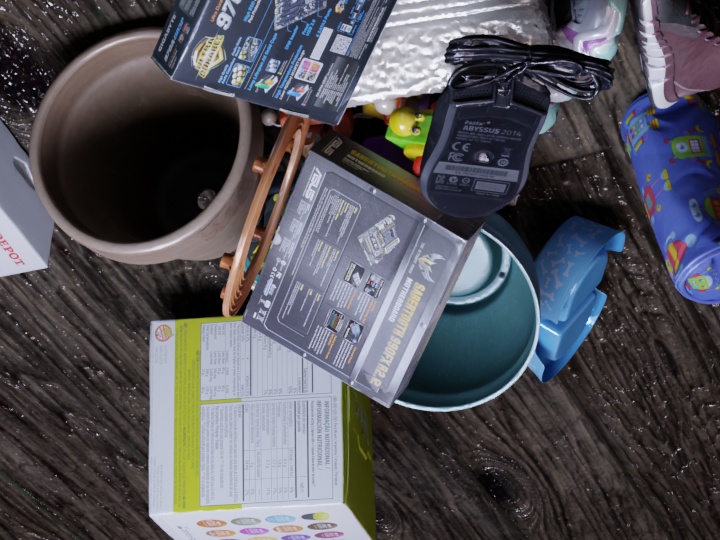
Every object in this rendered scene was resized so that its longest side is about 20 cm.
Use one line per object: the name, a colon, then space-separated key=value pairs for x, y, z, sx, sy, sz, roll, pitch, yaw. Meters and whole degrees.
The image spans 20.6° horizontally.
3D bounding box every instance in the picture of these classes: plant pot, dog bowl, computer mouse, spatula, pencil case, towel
plant pot: x=0.075 y=0.010 z=1.829 sx=0.200 sy=0.134 sz=0.201 roll=6 pitch=118 yaw=11
plant pot: x=-0.158 y=-0.086 z=1.707 sx=0.200 sy=0.201 sz=0.175 roll=-10 pitch=161 yaw=15
dog bowl: x=0.194 y=0.025 z=1.907 sx=0.050 sy=0.111 sz=0.200 roll=34 pitch=149 yaw=18
computer mouse: x=0.107 y=-0.121 z=1.586 sx=0.138 sy=0.053 sz=0.200 roll=9 pitch=140 yaw=-14
spatula: x=-0.028 y=-0.084 z=1.765 sx=0.200 sy=0.057 sz=0.021 roll=-8 pitch=172 yaw=28
pencil case: x=0.286 y=-0.065 z=1.699 sx=0.087 sy=0.200 sz=0.078 roll=-12 pitch=143 yaw=-2
towel: x=0.052 y=-0.204 z=1.585 sx=0.200 sy=0.034 sz=0.133 roll=-7 pitch=110 yaw=15

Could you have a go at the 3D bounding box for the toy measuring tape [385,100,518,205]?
toy measuring tape: x=0.097 y=-0.096 z=1.708 sx=0.073 sy=0.074 sz=0.200 roll=-25 pitch=147 yaw=31

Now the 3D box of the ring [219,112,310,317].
ring: x=-0.081 y=-0.057 z=1.645 sx=0.019 sy=0.201 sz=0.201 roll=19 pitch=144 yaw=3

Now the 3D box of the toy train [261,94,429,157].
toy train: x=-0.016 y=-0.158 z=1.692 sx=0.150 sy=0.056 sz=0.200 roll=-1 pitch=145 yaw=2

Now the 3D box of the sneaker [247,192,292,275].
sneaker: x=-0.043 y=-0.055 z=1.822 sx=0.085 sy=0.074 sz=0.200 roll=42 pitch=119 yaw=5

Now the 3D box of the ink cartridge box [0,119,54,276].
ink cartridge box: x=-0.400 y=-0.056 z=1.819 sx=0.200 sy=0.086 sz=0.147 roll=-9 pitch=144 yaw=16

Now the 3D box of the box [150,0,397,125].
box: x=-0.047 y=-0.220 z=1.505 sx=0.159 sy=0.046 sz=0.200 roll=12 pitch=113 yaw=-36

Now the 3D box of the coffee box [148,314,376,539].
coffee box: x=-0.094 y=0.168 z=1.997 sx=0.197 sy=0.200 sz=0.200 roll=-5 pitch=160 yaw=8

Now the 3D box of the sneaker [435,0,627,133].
sneaker: x=0.124 y=-0.189 z=1.627 sx=0.140 sy=0.078 sz=0.200 roll=12 pitch=143 yaw=-17

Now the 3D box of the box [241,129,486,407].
box: x=0.000 y=0.000 z=1.726 sx=0.158 sy=0.048 sz=0.200 roll=29 pitch=125 yaw=9

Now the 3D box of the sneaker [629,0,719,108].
sneaker: x=0.279 y=-0.210 z=1.611 sx=0.115 sy=0.076 sz=0.200 roll=-11 pitch=154 yaw=8

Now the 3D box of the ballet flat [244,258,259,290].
ballet flat: x=-0.026 y=0.010 z=1.930 sx=0.200 sy=0.070 sz=0.070 roll=7 pitch=144 yaw=-11
